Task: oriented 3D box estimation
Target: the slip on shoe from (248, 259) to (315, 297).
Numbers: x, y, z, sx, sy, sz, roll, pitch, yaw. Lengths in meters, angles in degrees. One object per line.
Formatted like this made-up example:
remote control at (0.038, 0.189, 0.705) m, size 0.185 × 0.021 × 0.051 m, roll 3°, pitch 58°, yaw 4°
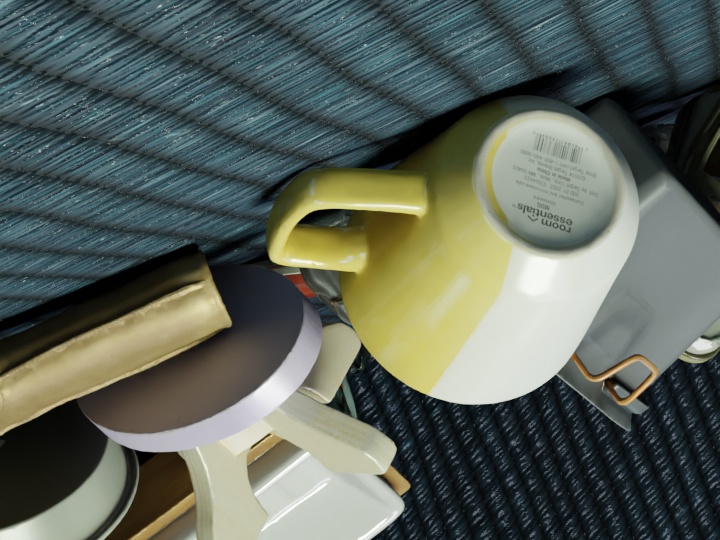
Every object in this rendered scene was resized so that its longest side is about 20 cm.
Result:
slip on shoe at (-0.101, 0.039, 1.649) m, size 0.199 × 0.062 × 0.074 m, roll -21°, pitch 174°, yaw -27°

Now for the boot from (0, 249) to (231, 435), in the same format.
boot at (-0.175, 0.056, 1.476) m, size 0.199 × 0.066 × 0.175 m, roll -25°, pitch -177°, yaw -5°

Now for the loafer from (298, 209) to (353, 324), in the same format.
loafer at (0.000, 0.000, 1.580) m, size 0.072 × 0.073 × 0.200 m, roll -23°, pitch 176°, yaw 14°

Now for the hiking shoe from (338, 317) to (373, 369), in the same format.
hiking shoe at (0.059, 0.002, 1.801) m, size 0.199 × 0.087 × 0.074 m, roll -26°, pitch 174°, yaw 43°

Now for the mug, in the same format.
mug at (0.063, -0.012, 1.323) m, size 0.186 × 0.150 × 0.153 m, roll -27°, pitch 170°, yaw -22°

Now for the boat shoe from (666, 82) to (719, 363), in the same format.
boat shoe at (0.236, -0.039, 1.641) m, size 0.074 × 0.201 × 0.068 m, roll 19°, pitch 153°, yaw -21°

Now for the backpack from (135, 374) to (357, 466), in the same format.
backpack at (-0.094, 0.102, 1.849) m, size 0.177 × 0.152 × 0.200 m, roll -16°, pitch 167°, yaw 16°

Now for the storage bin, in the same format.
storage bin at (0.158, -0.005, 1.529) m, size 0.134 × 0.146 × 0.200 m, roll -40°, pitch 142°, yaw 10°

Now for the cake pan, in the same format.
cake pan at (-0.240, 0.128, 1.555) m, size 0.199 × 0.037 × 0.201 m, roll -5°, pitch -148°, yaw 3°

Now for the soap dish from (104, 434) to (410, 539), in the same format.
soap dish at (-0.082, 0.163, 1.667) m, size 0.200 × 0.081 × 0.157 m, roll -36°, pitch 145°, yaw 6°

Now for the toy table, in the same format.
toy table at (-0.074, 0.083, 1.515) m, size 0.200 × 0.117 × 0.184 m, roll 13°, pitch -118°, yaw 53°

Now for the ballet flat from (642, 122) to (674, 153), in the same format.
ballet flat at (0.154, -0.052, 1.788) m, size 0.199 × 0.072 × 0.072 m, roll -32°, pitch 172°, yaw 24°
